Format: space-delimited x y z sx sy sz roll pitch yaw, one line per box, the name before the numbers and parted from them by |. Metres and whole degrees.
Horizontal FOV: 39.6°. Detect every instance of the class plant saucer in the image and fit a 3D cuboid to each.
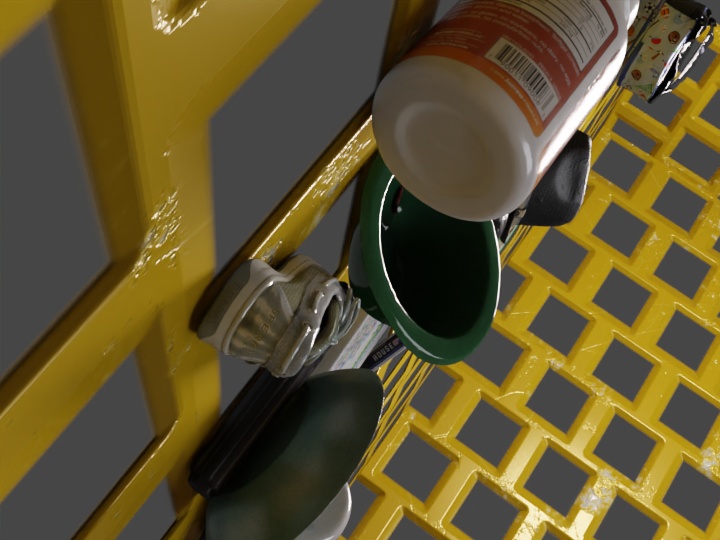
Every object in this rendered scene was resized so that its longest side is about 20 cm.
plant saucer | -0.066 0.146 0.806 0.201 0.039 0.201 -41 -162 16

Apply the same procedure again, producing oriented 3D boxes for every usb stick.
usb stick | -0.067 0.093 0.796 0.201 0.032 0.055 -53 178 -19

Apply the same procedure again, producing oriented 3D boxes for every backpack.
backpack | 0.532 -0.403 1.795 0.200 0.153 0.192 -21 137 -63

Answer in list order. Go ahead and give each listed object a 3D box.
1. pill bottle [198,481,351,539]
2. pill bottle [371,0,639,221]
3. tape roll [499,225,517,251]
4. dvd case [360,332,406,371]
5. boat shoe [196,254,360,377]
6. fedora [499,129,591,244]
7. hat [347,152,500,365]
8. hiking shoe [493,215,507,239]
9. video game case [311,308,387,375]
pill bottle | -0.095 0.268 0.972 0.120 0.119 0.201 -44 165 -51
pill bottle | 0.102 -0.133 0.641 0.200 0.112 0.113 -49 169 -34
tape roll | 0.226 -0.072 1.672 0.201 0.048 0.201 -54 171 -13
dvd case | 0.068 0.074 1.243 0.199 0.025 0.150 -37 175 13
boat shoe | -0.040 0.034 0.629 0.075 0.064 0.202 -56 171 2
fedora | 0.233 -0.120 1.244 0.201 0.091 0.203 13 90 -88
hat | 0.000 0.000 0.795 0.175 0.200 0.167 -8 -135 39
hiking shoe | 0.130 -0.058 1.204 0.101 0.075 0.200 -61 -177 -26
video game case | -0.016 0.091 1.067 0.201 0.024 0.182 -54 170 -9
